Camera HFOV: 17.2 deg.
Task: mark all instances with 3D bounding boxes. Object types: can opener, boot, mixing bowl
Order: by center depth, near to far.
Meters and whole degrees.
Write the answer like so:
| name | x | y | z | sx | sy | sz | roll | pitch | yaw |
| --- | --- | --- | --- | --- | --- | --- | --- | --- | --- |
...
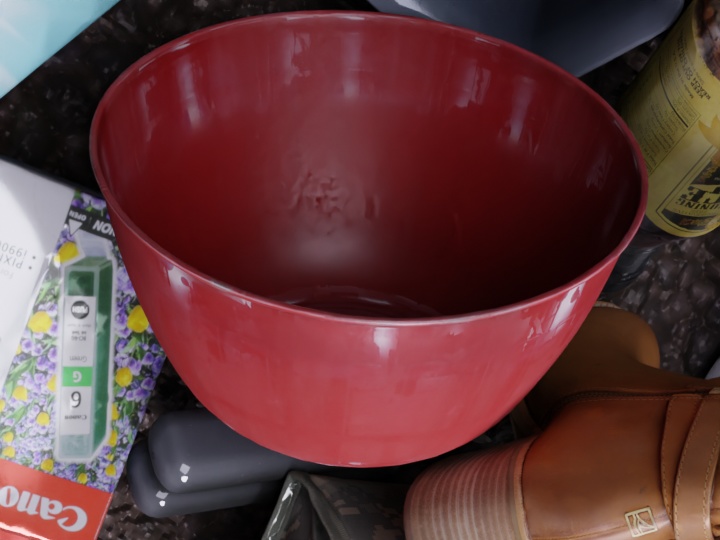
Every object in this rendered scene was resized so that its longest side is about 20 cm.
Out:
| name | x | y | z | sx | sy | sz | roll | pitch | yaw |
| --- | --- | --- | --- | --- | --- | --- | --- | --- | --- |
| mixing bowl | 0.000 | 0.000 | 0.869 | 0.199 | 0.200 | 0.109 | -9 | 128 | -18 |
| boot | 0.120 | 0.055 | 0.894 | 0.200 | 0.155 | 0.077 | -30 | 106 | -59 |
| can opener | -0.002 | 0.052 | 0.969 | 0.199 | 0.053 | 0.067 | -6 | 67 | -29 |

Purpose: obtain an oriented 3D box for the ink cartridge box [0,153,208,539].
| name | x | y | z | sx | sy | sz | roll | pitch | yaw |
| --- | --- | --- | --- | --- | --- | --- | --- | --- | --- |
| ink cartridge box | -0.146 | 0.060 | 0.924 | 0.109 | 0.050 | 0.201 | 21 | 90 | -22 |

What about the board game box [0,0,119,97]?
| name | x | y | z | sx | sy | sz | roll | pitch | yaw |
| --- | --- | --- | --- | --- | --- | --- | --- | --- | --- |
| board game box | -0.164 | -0.141 | 0.890 | 0.200 | 0.047 | 0.151 | -41 | 109 | -9 |

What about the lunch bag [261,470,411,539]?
| name | x | y | z | sx | sy | sz | roll | pitch | yaw |
| --- | --- | --- | --- | --- | --- | --- | --- | --- | --- |
| lunch bag | 0.020 | 0.194 | 0.954 | 0.164 | 0.118 | 0.201 | 10 | 114 | -35 |

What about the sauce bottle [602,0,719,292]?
| name | x | y | z | sx | sy | sz | roll | pitch | yaw |
| --- | --- | --- | --- | --- | --- | --- | --- | --- | --- |
| sauce bottle | 0.128 | -0.050 | 0.932 | 0.066 | 0.200 | 0.066 | 6 | 65 | -12 |

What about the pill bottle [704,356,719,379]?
| name | x | y | z | sx | sy | sz | roll | pitch | yaw |
| --- | --- | --- | --- | --- | --- | --- | --- | --- | --- |
| pill bottle | 0.243 | 0.106 | 1.036 | 0.112 | 0.112 | 0.200 | -47 | 110 | -8 |

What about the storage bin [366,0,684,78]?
| name | x | y | z | sx | sy | sz | roll | pitch | yaw |
| --- | --- | --- | --- | --- | --- | --- | --- | --- | --- |
| storage bin | 0.049 | -0.191 | 0.903 | 0.200 | 0.145 | 0.135 | 40 | 52 | -20 |
